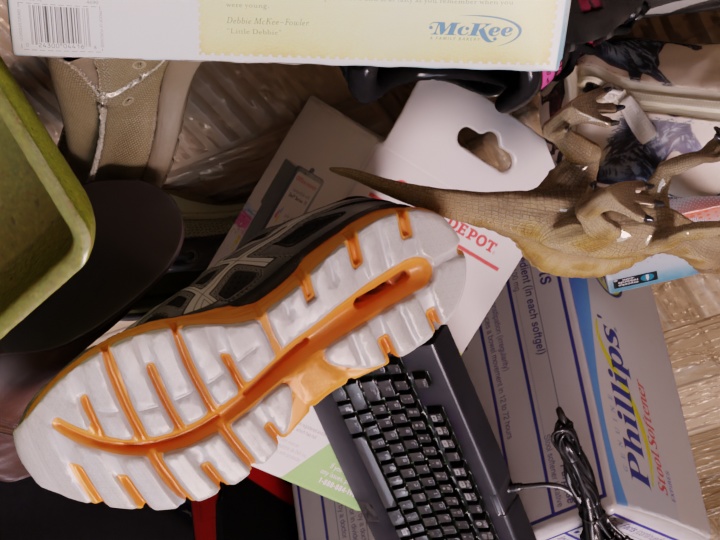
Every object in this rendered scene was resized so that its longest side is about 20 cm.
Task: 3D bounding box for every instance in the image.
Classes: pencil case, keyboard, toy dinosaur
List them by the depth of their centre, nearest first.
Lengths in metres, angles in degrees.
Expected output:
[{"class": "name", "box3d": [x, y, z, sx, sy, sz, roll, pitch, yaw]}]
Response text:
[{"class": "toy dinosaur", "box3d": [0.090, -0.024, 0.742, 0.198, 0.059, 0.101, 9, 150, -10]}, {"class": "pencil case", "box3d": [0.179, -0.068, 0.796, 0.197, 0.079, 0.089, 3, -171, 2]}, {"class": "keyboard", "box3d": [0.058, 0.107, 0.832, 0.126, 0.021, 0.201, -10, 126, 20]}]

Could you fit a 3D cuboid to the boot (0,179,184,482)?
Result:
[{"class": "boot", "box3d": [-0.130, 0.038, 0.824, 0.185, 0.065, 0.200, -29, 161, 9]}]

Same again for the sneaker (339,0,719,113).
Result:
[{"class": "sneaker", "box3d": [0.079, -0.106, 0.734, 0.197, 0.085, 0.077, -11, 151, 3]}]

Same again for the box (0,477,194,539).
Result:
[{"class": "box", "box3d": [-0.112, 0.204, 1.084, 0.197, 0.124, 0.200, 26, 172, 37]}]

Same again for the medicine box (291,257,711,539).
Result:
[{"class": "medicine box", "box3d": [0.064, 0.087, 0.961, 0.199, 0.184, 0.103, -27, 147, 29]}]

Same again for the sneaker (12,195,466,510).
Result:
[{"class": "sneaker", "box3d": [-0.052, 0.031, 0.746, 0.198, 0.077, 0.079, -27, 115, -10]}]

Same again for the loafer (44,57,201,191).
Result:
[{"class": "loafer", "box3d": [-0.100, -0.094, 0.724, 0.067, 0.077, 0.201, 8, 141, -19]}]

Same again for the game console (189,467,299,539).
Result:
[{"class": "game console", "box3d": [-0.029, 0.144, 1.019, 0.031, 0.178, 0.200, -32, 132, 25]}]

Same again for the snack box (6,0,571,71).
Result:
[{"class": "snack box", "box3d": [-0.023, -0.128, 0.609, 0.197, 0.037, 0.117, 2, 131, -3]}]

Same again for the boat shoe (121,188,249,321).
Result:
[{"class": "boat shoe", "box3d": [-0.058, 0.002, 0.899, 0.198, 0.067, 0.072, 3, 149, -19]}]

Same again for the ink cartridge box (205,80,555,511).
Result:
[{"class": "ink cartridge box", "box3d": [0.000, 0.000, 0.848, 0.117, 0.067, 0.201, 28, 96, -40]}]

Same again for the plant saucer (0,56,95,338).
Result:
[{"class": "plant saucer", "box3d": [-0.196, -0.046, 0.686, 0.199, 0.201, 0.048, -37, 173, 34]}]

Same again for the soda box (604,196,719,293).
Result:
[{"class": "soda box", "box3d": [0.210, -0.051, 0.886, 0.198, 0.064, 0.069, -12, 150, 7]}]
